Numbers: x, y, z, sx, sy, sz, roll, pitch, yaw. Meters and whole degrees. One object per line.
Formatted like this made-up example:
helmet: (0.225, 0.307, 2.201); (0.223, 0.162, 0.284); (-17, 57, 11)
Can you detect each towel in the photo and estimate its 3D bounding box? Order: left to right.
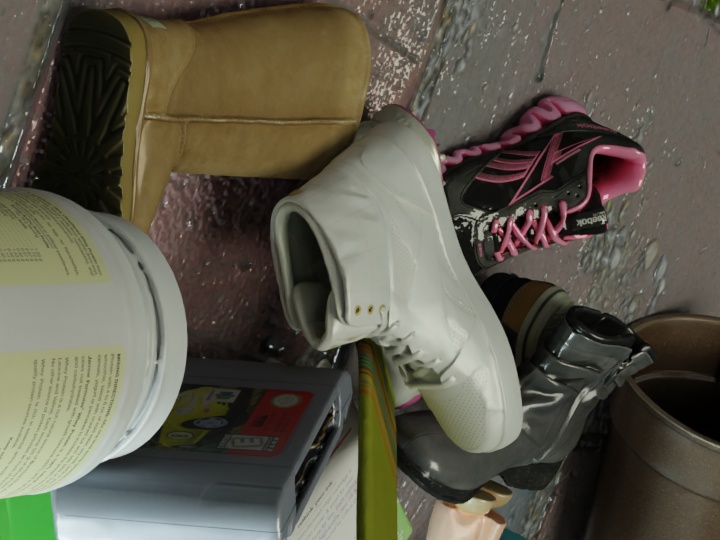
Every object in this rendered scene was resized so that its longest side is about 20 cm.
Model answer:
towel: (0.006, 0.116, 1.245); (0.200, 0.018, 0.086); (-90, 168, -48)

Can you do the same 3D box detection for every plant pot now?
plant pot: (0.261, 0.168, 1.694); (0.200, 0.200, 0.199); (-19, 135, -47)

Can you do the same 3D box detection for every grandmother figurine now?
grandmother figurine: (0.039, 0.233, 1.442); (0.121, 0.060, 0.201); (4, 107, -62)

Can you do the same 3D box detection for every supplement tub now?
supplement tub: (-0.189, 0.034, 1.006); (0.200, 0.145, 0.145); (-2, 113, -54)

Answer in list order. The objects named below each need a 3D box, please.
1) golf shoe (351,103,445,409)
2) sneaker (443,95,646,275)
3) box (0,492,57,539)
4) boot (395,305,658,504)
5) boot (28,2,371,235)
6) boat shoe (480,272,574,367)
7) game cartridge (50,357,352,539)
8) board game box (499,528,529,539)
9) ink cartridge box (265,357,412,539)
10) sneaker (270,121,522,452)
golf shoe: (0.000, 0.000, 1.326); (0.091, 0.075, 0.201); (-22, 123, -31)
sneaker: (0.108, -0.042, 1.415); (0.200, 0.095, 0.079); (-38, 140, -33)
box: (-0.102, 0.197, 1.183); (0.097, 0.200, 0.176); (-59, 147, -7)
boot: (0.100, 0.075, 1.397); (0.132, 0.070, 0.200); (-52, 157, 21)
boot: (-0.080, -0.056, 1.172); (0.200, 0.066, 0.176); (-5, 116, -54)
boat shoe: (0.106, 0.069, 1.518); (0.075, 0.062, 0.200); (-49, 155, -27)
game cartridge: (-0.085, 0.091, 1.155); (0.200, 0.133, 0.041); (-61, 149, -70)
board game box: (0.033, 0.273, 1.557); (0.200, 0.047, 0.151); (-14, 122, -50)
ink cartridge box: (-0.048, 0.137, 1.337); (0.117, 0.067, 0.200); (-51, 145, -22)
sneaker: (0.013, 0.032, 1.230); (0.115, 0.074, 0.201); (-35, 108, -40)
